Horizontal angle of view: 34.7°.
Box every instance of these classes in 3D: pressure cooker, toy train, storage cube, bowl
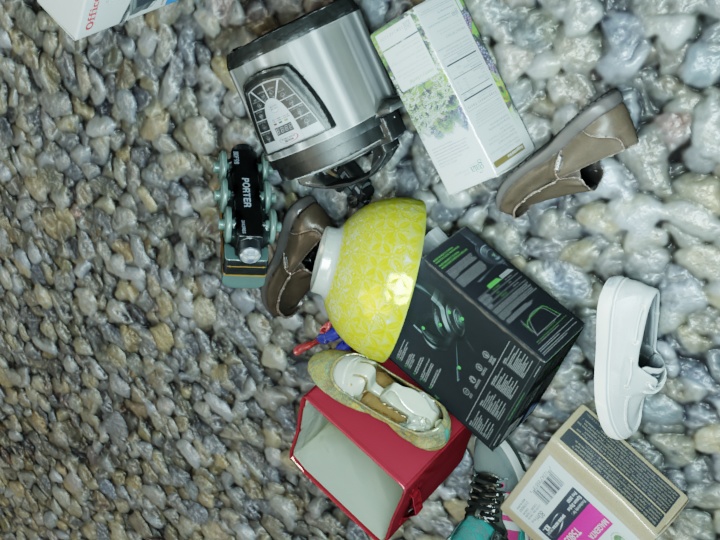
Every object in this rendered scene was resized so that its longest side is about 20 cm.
[{"bbox_3d":[-0.043,-0.194,1.335,0.202,0.177,0.176,66,173,-12],"label":"pressure cooker"},{"bbox_3d":[-0.156,-0.073,1.532,0.115,0.084,0.202,106,160,-46],"label":"toy train"},{"bbox_3d":[0.036,0.209,1.493,0.199,0.179,0.172,39,146,18],"label":"storage cube"},{"bbox_3d":[0.000,0.000,1.378,0.106,0.202,0.202,14,134,-7],"label":"bowl"},{"bbox_3d":[-0.052,-0.163,1.467,0.201,0.034,0.046,49,135,7],"label":"toy train"}]

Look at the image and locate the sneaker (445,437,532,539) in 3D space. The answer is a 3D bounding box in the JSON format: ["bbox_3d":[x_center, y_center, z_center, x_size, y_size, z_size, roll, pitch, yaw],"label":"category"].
[{"bbox_3d":[0.159,0.317,1.506,0.083,0.120,0.203,6,119,41],"label":"sneaker"}]

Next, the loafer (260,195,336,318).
[{"bbox_3d":[-0.081,-0.003,1.557,0.071,0.073,0.202,37,136,21],"label":"loafer"}]

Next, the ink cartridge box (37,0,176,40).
[{"bbox_3d":[-0.291,-0.389,1.426,0.084,0.199,0.145,44,138,12],"label":"ink cartridge box"}]

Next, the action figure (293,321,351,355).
[{"bbox_3d":[-0.023,0.094,1.598,0.199,0.051,0.066,-36,85,47],"label":"action figure"}]

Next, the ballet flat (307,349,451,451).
[{"bbox_3d":[0.024,0.145,1.386,0.198,0.071,0.071,31,134,13],"label":"ballet flat"}]

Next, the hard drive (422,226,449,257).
[{"bbox_3d":[0.132,0.058,1.437,0.200,0.027,0.132,47,139,11],"label":"hard drive"}]

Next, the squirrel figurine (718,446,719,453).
[{"bbox_3d":[0.459,0.199,1.154,0.186,0.140,0.203,31,120,40],"label":"squirrel figurine"}]

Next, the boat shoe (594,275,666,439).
[{"bbox_3d":[0.304,0.103,1.274,0.068,0.072,0.203,13,116,35],"label":"boat shoe"}]

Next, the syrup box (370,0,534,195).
[{"bbox_3d":[0.101,-0.194,1.261,0.078,0.081,0.202,-20,101,50],"label":"syrup box"}]

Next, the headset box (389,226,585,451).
[{"bbox_3d":[0.134,0.076,1.355,0.199,0.092,0.175,40,137,19],"label":"headset box"}]

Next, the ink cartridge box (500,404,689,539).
[{"bbox_3d":[0.275,0.281,1.387,0.164,0.075,0.201,42,145,17],"label":"ink cartridge box"}]

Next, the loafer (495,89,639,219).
[{"bbox_3d":[0.215,-0.105,1.213,0.071,0.073,0.200,52,139,5],"label":"loafer"}]
